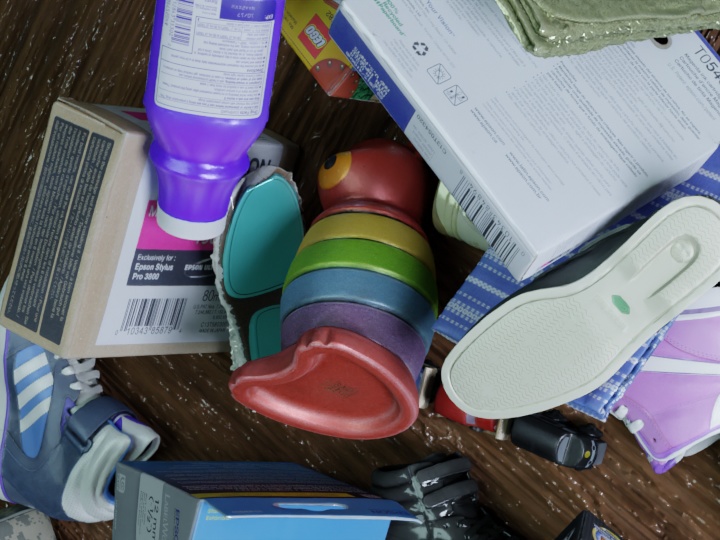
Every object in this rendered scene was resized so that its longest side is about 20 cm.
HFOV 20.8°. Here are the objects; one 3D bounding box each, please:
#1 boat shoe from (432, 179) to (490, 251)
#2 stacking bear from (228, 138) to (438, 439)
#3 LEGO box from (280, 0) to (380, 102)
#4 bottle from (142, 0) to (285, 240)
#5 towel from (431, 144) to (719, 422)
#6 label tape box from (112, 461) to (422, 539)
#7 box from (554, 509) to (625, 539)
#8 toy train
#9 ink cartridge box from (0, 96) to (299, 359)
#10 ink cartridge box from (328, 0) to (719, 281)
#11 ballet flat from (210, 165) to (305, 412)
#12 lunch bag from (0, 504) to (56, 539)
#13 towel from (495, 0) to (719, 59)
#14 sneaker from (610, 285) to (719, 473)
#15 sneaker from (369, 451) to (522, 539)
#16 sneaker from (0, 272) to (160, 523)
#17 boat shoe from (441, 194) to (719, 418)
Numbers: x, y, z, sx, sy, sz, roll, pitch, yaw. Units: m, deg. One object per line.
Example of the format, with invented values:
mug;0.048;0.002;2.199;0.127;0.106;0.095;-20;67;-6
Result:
boat shoe;0.104;-0.109;1.290;0.063;0.073;0.202;23;105;25
stacking bear;0.000;0.000;1.314;0.121;0.113;0.201;-28;42;46
LEGO box;-0.011;-0.208;1.322;0.077;0.148;0.200;-48;64;25
bottle;-0.097;-0.118;1.263;0.083;0.065;0.201;7;119;-5
towel;0.151;-0.017;1.224;0.144;0.024;0.201;28;76;37
label tape box;-0.067;0.174;1.318;0.200;0.142;0.067;13;98;63
box;0.138;0.271;1.231;0.160;0.044;0.200;39;114;-3
toy train;0.074;0.091;1.321;0.199;0.046;0.034;20;101;34
ink cartridge box;-0.146;-0.027;1.387;0.075;0.199;0.166;25;104;33
ink cartridge box;0.114;-0.119;1.195;0.197;0.199;0.043;53;150;14
ballet flat;-0.076;0.010;1.385;0.071;0.072;0.201;21;127;34
lunch bag;-0.318;0.292;1.551;0.199;0.139;0.169;-20;92;33
towel;0.144;-0.200;1.190;0.149;0.199;0.037;65;145;18
sneaker;0.156;0.074;1.249;0.199;0.072;0.115;-6;89;35
sneaker;0.075;0.175;1.303;0.199;0.070;0.100;4;96;40
sneaker;-0.210;0.094;1.514;0.145;0.080;0.202;7;89;25
boat shoe;0.139;0.023;1.165;0.199;0.068;0.072;-34;93;14
